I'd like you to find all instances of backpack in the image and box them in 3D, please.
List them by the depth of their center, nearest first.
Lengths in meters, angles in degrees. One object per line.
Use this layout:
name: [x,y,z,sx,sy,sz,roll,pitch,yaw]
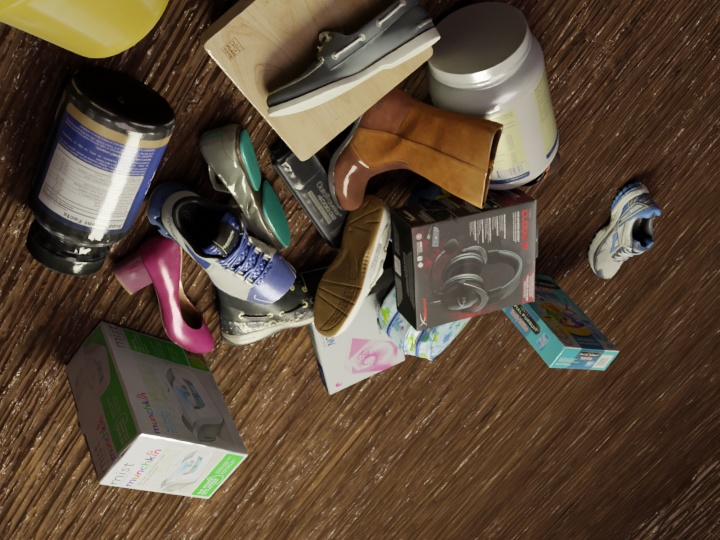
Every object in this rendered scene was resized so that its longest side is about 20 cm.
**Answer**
backpack: [0.114,0.034,1.183,0.199,0.154,0.163,-29,162,-11]

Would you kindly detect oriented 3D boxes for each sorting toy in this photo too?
sorting toy: [-0.049,-0.256,0.869,0.198,0.070,0.200,-39,139,4]

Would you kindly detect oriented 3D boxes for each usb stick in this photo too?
usb stick: [-0.056,-0.099,1.045,0.055,0.033,0.200,-42,140,-7]

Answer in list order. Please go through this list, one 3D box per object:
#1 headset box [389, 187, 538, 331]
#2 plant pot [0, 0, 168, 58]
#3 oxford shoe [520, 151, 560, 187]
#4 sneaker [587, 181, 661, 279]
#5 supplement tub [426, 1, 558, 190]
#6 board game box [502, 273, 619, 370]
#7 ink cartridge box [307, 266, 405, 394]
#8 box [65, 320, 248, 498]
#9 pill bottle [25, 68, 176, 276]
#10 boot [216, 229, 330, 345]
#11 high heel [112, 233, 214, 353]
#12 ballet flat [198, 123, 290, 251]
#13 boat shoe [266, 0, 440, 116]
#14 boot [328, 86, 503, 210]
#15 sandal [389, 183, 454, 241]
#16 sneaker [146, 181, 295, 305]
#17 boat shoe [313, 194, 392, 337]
headset box: [0.146,-0.021,1.054,0.198,0.077,0.150,-12,116,-16]
plant pot: [-0.252,-0.273,0.632,0.201,0.201,0.189,-41,155,7]
oxford shoe: [0.245,-0.145,1.147,0.199,0.072,0.072,-18,120,-46]
sneaker: [0.469,-0.053,1.409,0.077,0.085,0.201,-13,136,-23]
supplement tub: [0.165,-0.215,0.997,0.144,0.145,0.200,-33,140,-2]
board game box: [0.320,0.080,1.346,0.150,0.200,0.047,8,125,-39]
ink cartridge box: [0.018,0.093,1.276,0.199,0.043,0.197,-23,138,-11]
box: [-0.271,0.185,1.044,0.097,0.200,0.176,-48,137,14]
pill bottle: [-0.279,-0.097,0.833,0.111,0.112,0.201,8,125,-39]
boot: [-0.108,0.006,1.083,0.202,0.074,0.155,-23,135,-16]
high heel: [-0.222,0.035,1.029,0.096,0.068,0.200,-28,137,8]
ballet flat: [-0.143,-0.097,0.978,0.063,0.068,0.201,-8,139,11]
boat shoe: [-0.016,-0.225,0.838,0.199,0.073,0.062,-27,96,0]
boot: [0.066,-0.126,0.981,0.068,0.199,0.189,-40,150,-56]
sandal: [0.102,-0.095,1.123,0.200,0.087,0.080,-50,137,-15]
sneaker: [-0.157,-0.023,0.933,0.199,0.115,0.081,40,81,-26]
boat shoe: [0.000,0.000,1.090,0.069,0.071,0.201,16,99,-57]
